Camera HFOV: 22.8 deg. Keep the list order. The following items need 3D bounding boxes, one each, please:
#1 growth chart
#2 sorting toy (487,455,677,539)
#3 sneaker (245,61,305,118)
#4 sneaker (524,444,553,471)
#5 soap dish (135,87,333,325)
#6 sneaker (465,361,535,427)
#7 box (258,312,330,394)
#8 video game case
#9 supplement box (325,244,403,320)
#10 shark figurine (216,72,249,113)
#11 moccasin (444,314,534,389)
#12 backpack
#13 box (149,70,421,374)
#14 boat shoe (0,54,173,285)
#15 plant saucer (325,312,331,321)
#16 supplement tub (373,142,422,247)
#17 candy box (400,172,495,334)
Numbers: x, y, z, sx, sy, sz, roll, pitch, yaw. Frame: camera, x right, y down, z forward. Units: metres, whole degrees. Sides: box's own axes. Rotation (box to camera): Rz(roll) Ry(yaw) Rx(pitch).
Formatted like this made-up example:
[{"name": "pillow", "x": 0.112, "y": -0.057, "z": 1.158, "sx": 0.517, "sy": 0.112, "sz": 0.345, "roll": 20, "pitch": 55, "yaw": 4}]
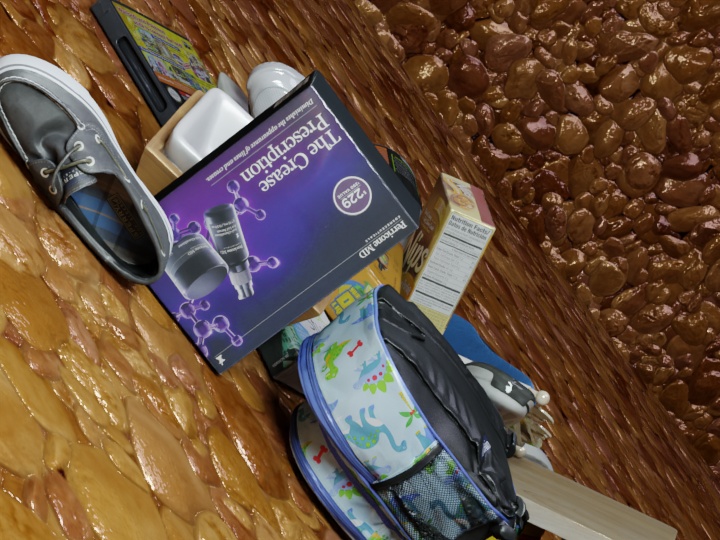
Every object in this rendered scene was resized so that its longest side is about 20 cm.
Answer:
[{"name": "growth chart", "x": 0.116, "y": 0.128, "z": 1.694, "sx": 0.144, "sy": 0.018, "sz": 0.200, "roll": 26, "pitch": -20, "yaw": 10}, {"name": "sorting toy", "x": 0.188, "y": 0.247, "z": 1.675, "sx": 0.199, "sy": 0.070, "sz": 0.199, "roll": 24, "pitch": 6, "yaw": 11}, {"name": "sneaker", "x": -0.057, "y": -0.095, "z": 1.697, "sx": 0.115, "sy": 0.075, "sz": 0.201, "roll": -82, "pitch": 153, "yaw": -67}, {"name": "sneaker", "x": 0.135, "y": 0.167, "z": 1.975, "sx": 0.200, "sy": 0.080, "sz": 0.147, "roll": 40, "pitch": 20, "yaw": -44}, {"name": "soap dish", "x": -0.099, "y": -0.051, "z": 1.525, "sx": 0.200, "sy": 0.081, "sz": 0.158, "roll": 44, "pitch": 24, "yaw": -8}, {"name": "sneaker", "x": 0.083, "y": 0.156, "z": 1.615, "sx": 0.075, "sy": 0.116, "sz": 0.200, "roll": 35, "pitch": -23, "yaw": -11}, {"name": "box", "x": -0.074, "y": 0.029, "z": 1.625, "sx": 0.201, "sy": 0.036, "sz": 0.144, "roll": 59, "pitch": 12, "yaw": 29}, {"name": "video game case", "x": -0.180, "y": -0.180, "z": 1.816, "sx": 0.182, "sy": 0.025, "sz": 0.200, "roll": 58, "pitch": 13, "yaw": 15}, {"name": "supplement box", "x": 0.000, "y": 0.000, "z": 1.789, "sx": 0.067, "sy": 0.069, "sz": 0.200, "roll": 52, "pitch": 11, "yaw": -12}, {"name": "shark figurine", "x": -0.075, "y": -0.111, "z": 1.810, "sx": 0.214, "sy": 0.089, "sz": 0.129, "roll": 32, "pitch": 50, "yaw": -65}, {"name": "moccasin", "x": 0.123, "y": 0.121, "z": 2.058, "sx": 0.200, "sy": 0.080, "sz": 0.069, "roll": 45, "pitch": -22, "yaw": 40}, {"name": "backpack", "x": 0.025, "y": 0.130, "z": 1.458, "sx": 0.201, "sy": 0.146, "sz": 0.183, "roll": 55, "pitch": 12, "yaw": -17}, {"name": "box", "x": -0.072, "y": -0.038, "z": 1.405, "sx": 0.141, "sy": 0.199, "sz": 0.079, "roll": 51, "pitch": 11, "yaw": -12}, {"name": "boat shoe", "x": -0.205, "y": -0.068, "z": 1.306, "sx": 0.201, "sy": 0.070, "sz": 0.066, "roll": 58, "pitch": 7, "yaw": -27}, {"name": "plant saucer", "x": -0.045, "y": -0.002, "z": 1.848, "sx": 0.200, "sy": 0.031, "sz": 0.200, "roll": 52, "pitch": 11, "yaw": -15}, {"name": "supplement tub", "x": 0.009, "y": -0.069, "z": 2.032, "sx": 0.123, "sy": 0.122, "sz": 0.200, "roll": 51, "pitch": 12, "yaw": -19}, {"name": "candy box", "x": 0.069, "y": 0.013, "z": 1.848, "sx": 0.055, "sy": 0.201, "sz": 0.116, "roll": 21, "pitch": 19, "yaw": -12}]
